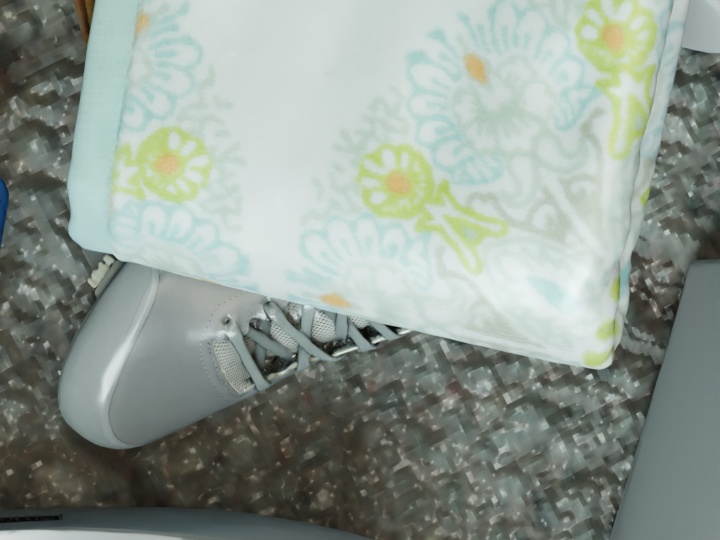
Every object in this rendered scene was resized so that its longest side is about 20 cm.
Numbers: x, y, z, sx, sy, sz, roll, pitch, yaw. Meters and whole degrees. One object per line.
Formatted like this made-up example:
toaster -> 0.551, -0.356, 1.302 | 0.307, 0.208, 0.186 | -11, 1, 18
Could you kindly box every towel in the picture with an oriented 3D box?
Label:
towel -> 0.010, -0.086, 0.727 | 0.170, 0.048, 0.201 | 13, 99, 16

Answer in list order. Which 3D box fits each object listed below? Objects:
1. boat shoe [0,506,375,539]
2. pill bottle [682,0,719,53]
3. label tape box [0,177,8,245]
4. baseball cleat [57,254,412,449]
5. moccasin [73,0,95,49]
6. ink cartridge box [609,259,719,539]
boat shoe -> -0.091, 0.112, 0.779 | 0.198, 0.074, 0.069 | -1, 92, -9
pill bottle -> 0.128, -0.178, 0.804 | 0.119, 0.120, 0.201 | 29, 84, -9
label tape box -> -0.213, 0.026, 0.728 | 0.199, 0.063, 0.145 | 7, 78, 0
baseball cleat -> 0.000, 0.000, 0.783 | 0.200, 0.106, 0.070 | -40, 140, -9
moccasin -> -0.089, -0.163, 0.791 | 0.077, 0.074, 0.202 | -16, 101, -19
ink cartridge box -> 0.196, 0.092, 0.797 | 0.199, 0.145, 0.145 | 17, 86, -9
